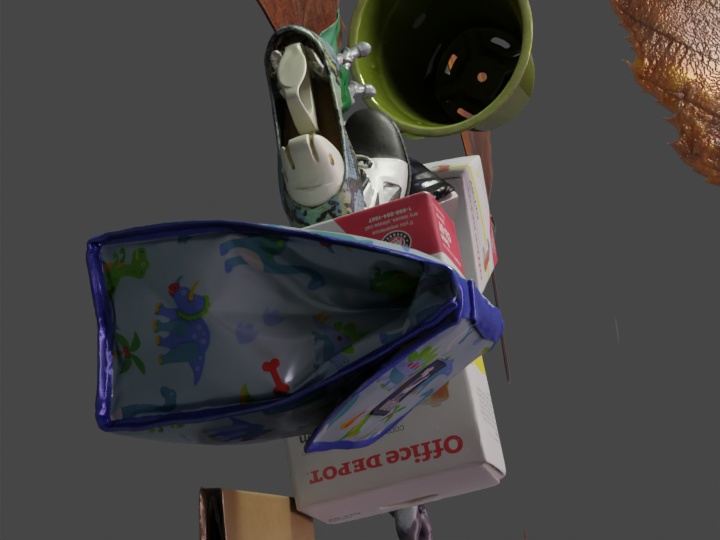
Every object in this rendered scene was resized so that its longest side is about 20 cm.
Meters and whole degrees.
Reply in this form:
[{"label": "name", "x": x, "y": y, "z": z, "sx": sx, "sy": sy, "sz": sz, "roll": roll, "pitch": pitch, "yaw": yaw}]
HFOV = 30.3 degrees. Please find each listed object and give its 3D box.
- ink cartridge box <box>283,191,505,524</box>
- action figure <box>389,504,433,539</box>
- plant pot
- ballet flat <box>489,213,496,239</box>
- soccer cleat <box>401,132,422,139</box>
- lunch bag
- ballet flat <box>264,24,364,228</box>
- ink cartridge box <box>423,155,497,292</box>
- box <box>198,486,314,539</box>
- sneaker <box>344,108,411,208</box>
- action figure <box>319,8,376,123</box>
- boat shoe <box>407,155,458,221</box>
[{"label": "ink cartridge box", "x": 0.013, "y": 0.065, "z": 0.961, "sx": 0.083, "sy": 0.143, "sz": 0.203, "roll": 44, "pitch": 32, "yaw": -68}, {"label": "action figure", "x": 0.046, "y": 0.223, "z": 1.251, "sx": 0.130, "sy": 0.068, "sz": 0.203, "roll": 45, "pitch": 34, "yaw": -59}, {"label": "plant pot", "x": 0.112, "y": -0.230, "z": 1.450, "sx": 0.190, "sy": 0.197, "sz": 0.204, "roll": 12, "pitch": 70, "yaw": -68}, {"label": "ballet flat", "x": 0.155, "y": -0.085, "z": 1.966, "sx": 0.200, "sy": 0.067, "sz": 0.076, "roll": 49, "pitch": 19, "yaw": -65}, {"label": "soccer cleat", "x": 0.054, "y": -0.250, "z": 1.587, "sx": 0.084, "sy": 0.064, "sz": 0.202, "roll": -79, "pitch": 157, "yaw": -48}, {"label": "lunch bag", "x": -0.026, "y": 0.035, "z": 0.732, "sx": 0.170, "sy": 0.197, "sz": 0.130, "roll": 27, "pitch": 55, "yaw": -76}, {"label": "ballet flat", "x": -0.044, "y": -0.107, "z": 1.059, "sx": 0.074, "sy": 0.073, "sz": 0.203, "roll": 55, "pitch": 20, "yaw": -64}, {"label": "ink cartridge box", "x": 0.110, "y": -0.053, "z": 1.639, "sx": 0.200, "sy": 0.082, "sz": 0.148, "roll": -46, "pitch": 127, "yaw": -74}, {"label": "box", "x": -0.059, "y": 0.227, "z": 0.859, "sx": 0.200, "sy": 0.021, "sz": 0.166, "roll": 39, "pitch": 44, "yaw": -72}, {"label": "sneaker", "x": -0.011, "y": -0.052, "z": 1.113, "sx": 0.088, "sy": 0.073, "sz": 0.203, "roll": 35, "pitch": 57, "yaw": -55}, {"label": "action figure", "x": -0.027, "y": -0.160, "z": 1.203, "sx": 0.200, "sy": 0.054, "sz": 0.120, "roll": -58, "pitch": 141, "yaw": -65}, {"label": "boat shoe", "x": 0.041, "y": -0.035, "z": 1.381, "sx": 0.093, "sy": 0.074, "sz": 0.202, "roll": 45, "pitch": -39, "yaw": 29}]
